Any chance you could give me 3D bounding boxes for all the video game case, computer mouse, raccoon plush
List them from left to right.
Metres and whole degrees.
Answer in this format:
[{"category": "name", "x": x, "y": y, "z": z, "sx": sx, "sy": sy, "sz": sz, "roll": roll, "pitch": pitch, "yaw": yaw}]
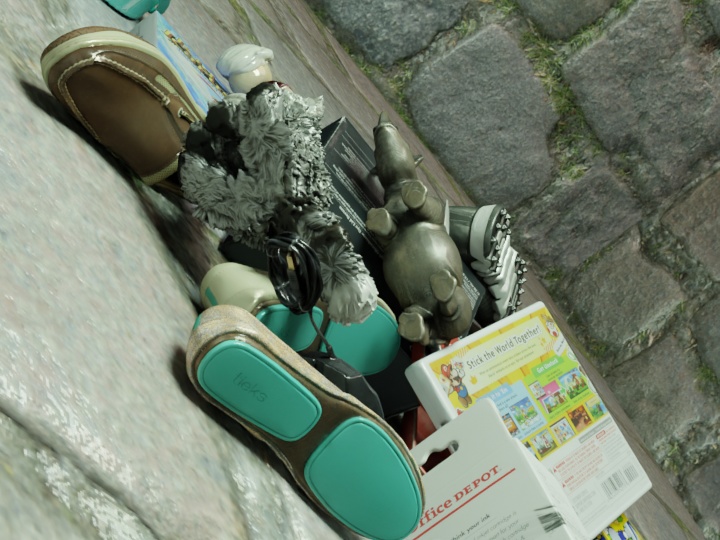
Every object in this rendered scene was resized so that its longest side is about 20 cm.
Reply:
[{"category": "video game case", "x": -0.125, "y": -0.116, "z": 1.089, "sx": 0.200, "sy": 0.045, "sz": 0.181, "roll": 48, "pitch": 10, "yaw": -26}, {"category": "raccoon plush", "x": -0.044, "y": -0.046, "z": 0.874, "sx": 0.200, "sy": 0.097, "sz": 0.134, "roll": 64, "pitch": 22, "yaw": 8}, {"category": "computer mouse", "x": -0.029, "y": 0.055, "z": 0.799, "sx": 0.059, "sy": 0.034, "sz": 0.200, "roll": 23, "pitch": -35, "yaw": 38}, {"category": "video game case", "x": 0.138, "y": 0.127, "z": 0.988, "sx": 0.200, "sy": 0.023, "sz": 0.182, "roll": -20, "pitch": 77, "yaw": -52}]

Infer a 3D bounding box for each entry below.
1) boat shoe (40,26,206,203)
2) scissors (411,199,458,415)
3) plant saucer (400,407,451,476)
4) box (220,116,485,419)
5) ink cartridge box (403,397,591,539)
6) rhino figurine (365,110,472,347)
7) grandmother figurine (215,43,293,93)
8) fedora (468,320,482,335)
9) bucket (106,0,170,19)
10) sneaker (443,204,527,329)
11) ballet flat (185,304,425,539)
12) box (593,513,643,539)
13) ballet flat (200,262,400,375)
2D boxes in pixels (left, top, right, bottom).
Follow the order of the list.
[{"category": "boat shoe", "x": -0.143, "y": -0.099, "z": 0.870, "sx": 0.075, "sy": 0.075, "sz": 0.202, "roll": 64, "pitch": 13, "yaw": 23}, {"category": "scissors", "x": 0.062, "y": 0.024, "z": 1.001, "sx": 0.073, "sy": 0.014, "sz": 0.200, "roll": 17, "pitch": 59, "yaw": -42}, {"category": "plant saucer", "x": 0.091, "y": 0.200, "z": 1.011, "sx": 0.200, "sy": 0.037, "sz": 0.200, "roll": 52, "pitch": 11, "yaw": -8}, {"category": "box", "x": 0.000, "y": 0.000, "z": 1.014, "sx": 0.200, "sy": 0.079, "sz": 0.141, "roll": 50, "pitch": 37, "yaw": -19}, {"category": "ink cartridge box", "x": 0.091, "y": 0.192, "z": 0.801, "sx": 0.067, "sy": 0.116, "sz": 0.200, "roll": 44, "pitch": 14, "yaw": -41}, {"category": "rhino figurine", "x": 0.038, "y": -0.033, "z": 0.957, "sx": 0.087, "sy": 0.060, "sz": 0.200, "roll": 46, "pitch": 28, "yaw": -67}, {"category": "grandmother figurine", "x": -0.063, "y": -0.130, "z": 1.144, "sx": 0.200, "sy": 0.061, "sz": 0.121, "roll": 52, "pitch": -20, "yaw": 15}, {"category": "fedora", "x": 0.096, "y": 0.109, "z": 1.187, "sx": 0.200, "sy": 0.090, "sz": 0.177, "roll": 36, "pitch": 19, "yaw": -48}, {"category": "bucket", "x": -0.220, "y": -0.350, "z": 1.198, "sx": 0.207, "sy": 0.135, "sz": 0.207, "roll": 50, "pitch": 11, "yaw": -14}, {"category": "sneaker", "x": 0.098, "y": -0.003, "z": 1.141, "sx": 0.090, "sy": 0.067, "sz": 0.200, "roll": 12, "pitch": -25, "yaw": 21}, {"category": "ballet flat", "x": -0.030, "y": 0.088, "z": 0.764, "sx": 0.200, "sy": 0.068, "sz": 0.067, "roll": 50, "pitch": 3, "yaw": -28}, {"category": "box", "x": 0.162, "y": 0.191, "z": 1.047, "sx": 0.200, "sy": 0.064, "sz": 0.070, "roll": 55, "pitch": 23, "yaw": 5}, {"category": "ballet flat", "x": -0.042, "y": 0.031, "z": 0.881, "sx": 0.200, "sy": 0.069, "sz": 0.070, "roll": 19, "pitch": 34, "yaw": -58}]
